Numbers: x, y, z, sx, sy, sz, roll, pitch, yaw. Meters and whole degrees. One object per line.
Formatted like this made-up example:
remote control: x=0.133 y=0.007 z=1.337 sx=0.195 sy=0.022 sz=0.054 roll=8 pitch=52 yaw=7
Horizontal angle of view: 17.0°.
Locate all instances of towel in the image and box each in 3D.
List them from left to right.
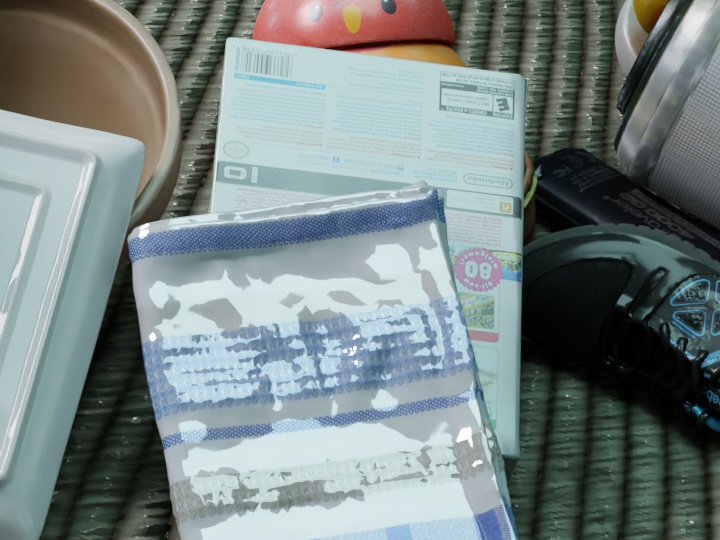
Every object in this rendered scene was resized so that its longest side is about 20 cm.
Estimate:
towel: x=-0.015 y=0.058 z=1.032 sx=0.146 sy=0.024 sz=0.201 roll=-7 pitch=65 yaw=-11

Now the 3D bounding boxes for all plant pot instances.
plant pot: x=-0.185 y=-0.044 z=1.165 sx=0.200 sy=0.093 sz=0.201 roll=1 pitch=55 yaw=-2

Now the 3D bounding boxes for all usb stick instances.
usb stick: x=0.167 y=-0.010 z=1.302 sx=0.055 sy=0.033 sz=0.200 roll=-23 pitch=43 yaw=-33

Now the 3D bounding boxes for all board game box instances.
board game box: x=0.000 y=0.000 z=1.112 sx=0.147 sy=0.064 sz=0.201 roll=7 pitch=61 yaw=-5

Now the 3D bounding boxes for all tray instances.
tray: x=-0.168 y=0.015 z=1.058 sx=0.107 sy=0.022 sz=0.201 roll=12 pitch=65 yaw=2

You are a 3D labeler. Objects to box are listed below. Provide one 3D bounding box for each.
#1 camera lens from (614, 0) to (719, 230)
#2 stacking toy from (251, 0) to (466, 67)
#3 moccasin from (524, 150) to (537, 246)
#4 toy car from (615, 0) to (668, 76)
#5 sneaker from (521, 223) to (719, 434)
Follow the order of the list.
camera lens: x=0.248 y=-0.081 z=1.294 sx=0.200 sy=0.160 sz=0.160 roll=31 pitch=34 yaw=8
stacking toy: x=-0.011 y=-0.148 z=1.289 sx=0.146 sy=0.201 sz=0.146 roll=-9 pitch=-1 yaw=0
moccasin: x=0.033 y=-0.008 z=1.212 sx=0.074 sy=0.078 sz=0.201 roll=29 pitch=37 yaw=25
toy car: x=0.265 y=-0.138 z=1.453 sx=0.199 sy=0.175 sz=0.150 roll=-7 pitch=68 yaw=-26
sneaker: x=0.162 y=0.034 z=1.184 sx=0.199 sy=0.073 sz=0.082 roll=13 pitch=32 yaw=8
